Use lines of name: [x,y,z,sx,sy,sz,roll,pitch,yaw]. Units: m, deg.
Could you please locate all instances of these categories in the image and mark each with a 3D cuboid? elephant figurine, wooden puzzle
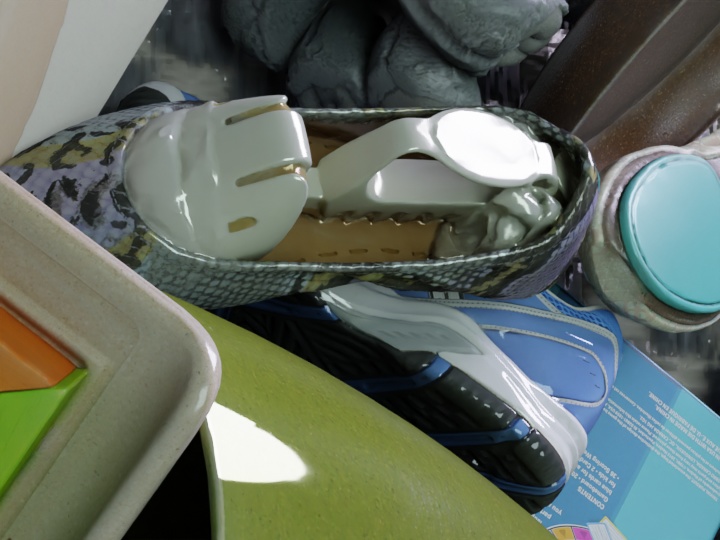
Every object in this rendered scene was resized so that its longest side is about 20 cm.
elephant figurine: [0.047,-0.139,0.843,0.141,0.155,0.200,39,51,15]
wooden puzzle: [-0.159,0.035,0.610,0.200,0.185,0.037,39,21,7]

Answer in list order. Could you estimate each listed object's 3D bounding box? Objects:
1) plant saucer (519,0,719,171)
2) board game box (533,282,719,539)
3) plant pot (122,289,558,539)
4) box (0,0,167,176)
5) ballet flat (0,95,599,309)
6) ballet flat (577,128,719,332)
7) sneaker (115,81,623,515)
plant saucer: [0.119,-0.088,0.832,0.032,0.200,0.200,45,62,13]
board game box: [0.040,0.107,0.845,0.151,0.047,0.200,38,68,-20]
plant pot: [-0.027,0.108,0.697,0.200,0.187,0.188,15,77,-41]
box: [-0.096,-0.130,0.714,0.200,0.095,0.078,-59,151,1]
ballet flat: [-0.014,-0.028,0.710,0.200,0.072,0.072,0,85,-24]
ballet flat: [0.115,-0.013,0.855,0.200,0.062,0.068,-18,91,-58]
sneaker: [0.000,0.000,0.794,0.200,0.076,0.077,38,56,8]
